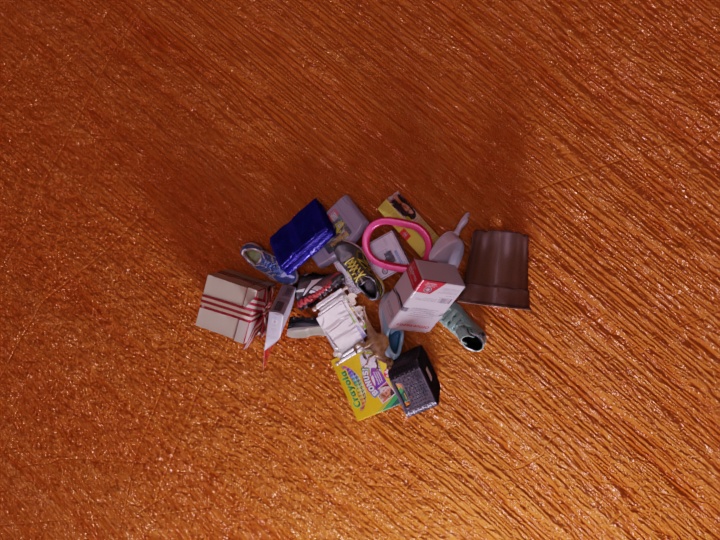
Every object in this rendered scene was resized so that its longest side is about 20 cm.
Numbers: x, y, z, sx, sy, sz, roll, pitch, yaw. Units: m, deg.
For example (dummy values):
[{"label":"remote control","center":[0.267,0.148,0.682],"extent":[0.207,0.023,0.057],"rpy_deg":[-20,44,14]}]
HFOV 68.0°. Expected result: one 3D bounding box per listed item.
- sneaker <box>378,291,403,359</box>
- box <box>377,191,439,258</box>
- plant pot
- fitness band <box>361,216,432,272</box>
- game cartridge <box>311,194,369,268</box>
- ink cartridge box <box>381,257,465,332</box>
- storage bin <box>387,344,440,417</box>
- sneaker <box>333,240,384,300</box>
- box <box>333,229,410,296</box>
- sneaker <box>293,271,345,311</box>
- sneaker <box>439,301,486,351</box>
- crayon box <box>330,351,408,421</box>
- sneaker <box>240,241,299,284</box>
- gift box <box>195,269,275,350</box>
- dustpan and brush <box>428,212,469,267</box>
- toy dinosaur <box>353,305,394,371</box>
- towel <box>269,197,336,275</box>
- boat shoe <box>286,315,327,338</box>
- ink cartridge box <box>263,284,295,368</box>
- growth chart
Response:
[{"label":"sneaker","center":[0.099,0.157,1.532],"extent":[0.073,0.082,0.203],"rpy_deg":[5,76,-23]},{"label":"box","center":[0.143,-0.127,1.518],"extent":[0.200,0.075,0.050],"rpy_deg":[48,133,1]},{"label":"plant pot","center":[0.371,-0.003,1.444],"extent":[0.197,0.200,0.201],"rpy_deg":[7,89,9]},{"label":"fitness band","center":[0.101,-0.071,1.480],"extent":[0.197,0.037,0.146],"rpy_deg":[12,105,14]},{"label":"game cartridge","center":[-0.074,-0.108,1.556],"extent":[0.200,0.041,0.134],"rpy_deg":[-44,63,11]},{"label":"ink cartridge box","center":[0.167,0.072,1.457],"extent":[0.143,0.084,0.201],"rpy_deg":[9,132,-28]},{"label":"storage bin","center":[0.154,0.306,1.498],"extent":[0.093,0.200,0.137],"rpy_deg":[-25,91,11]},{"label":"sneaker","center":[0.000,0.000,1.486],"extent":[0.074,0.085,0.200],"rpy_deg":[-40,97,11]},{"label":"box","center":[0.036,-0.020,1.559],"extent":[0.198,0.060,0.118],"rpy_deg":[-27,90,12]},{"label":"sneaker","center":[-0.129,0.040,1.568],"extent":[0.199,0.070,0.099],"rpy_deg":[-32,80,36]},{"label":"sneaker","center":[0.274,0.149,1.505],"extent":[0.200,0.118,0.074],"rpy_deg":[38,102,6]},{"label":"crayon box","center":[0.031,0.321,1.594],"extent":[0.171,0.058,0.202],"rpy_deg":[-25,90,11]},{"label":"sneaker","center":[-0.277,-0.014,1.606],"extent":[0.198,0.077,0.076],"rpy_deg":[28,98,0]},{"label":"gift box","center":[-0.362,0.113,1.578],"extent":[0.184,0.200,0.187],"rpy_deg":[17,103,6]},{"label":"dustpan and brush","center":[0.260,-0.077,1.501],"extent":[0.201,0.140,0.057],"rpy_deg":[-50,49,-4]},{"label":"toy dinosaur","center":[0.034,0.209,1.509],"extent":[0.101,0.058,0.201],"rpy_deg":[-38,58,17]},{"label":"towel","center":[-0.176,-0.101,1.561],"extent":[0.199,0.049,0.149],"rpy_deg":[-38,61,15]},{"label":"boat shoe","center":[-0.123,0.158,1.602],"extent":[0.196,0.075,0.067],"rpy_deg":[-6,59,0]},{"label":"ink cartridge box","center":[-0.236,0.166,1.552],"extent":[0.047,0.161,0.202],"rpy_deg":[11,117,0]},{"label":"growth chart","center":[-0.048,0.156,1.545],"extent":[0.143,0.018,0.202],"rpy_deg":[-25,93,0]}]
